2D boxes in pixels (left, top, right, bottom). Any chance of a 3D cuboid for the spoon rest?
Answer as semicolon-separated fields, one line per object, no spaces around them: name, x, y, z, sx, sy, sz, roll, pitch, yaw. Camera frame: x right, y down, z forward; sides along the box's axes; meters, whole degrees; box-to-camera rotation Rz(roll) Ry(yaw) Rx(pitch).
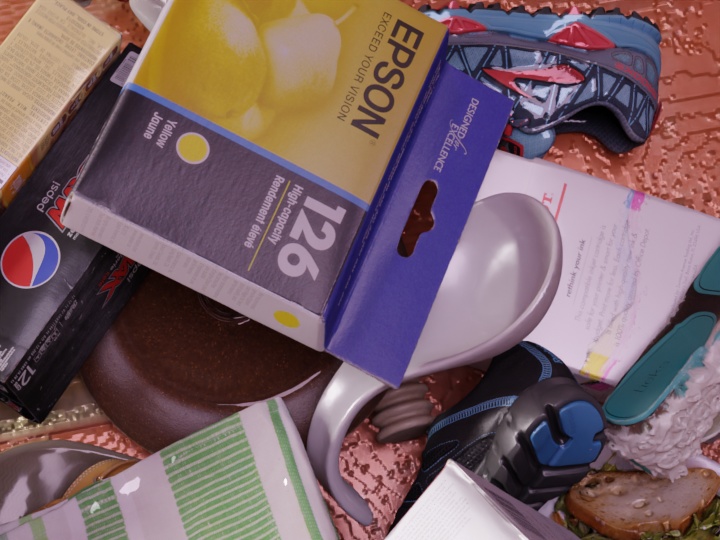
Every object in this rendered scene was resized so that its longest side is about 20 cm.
spoon rest;0.037;0.043;1.267;0.061;0.099;0.200;31;97;-39

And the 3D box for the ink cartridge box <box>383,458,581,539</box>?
ink cartridge box;0.051;0.224;1.233;0.200;0.175;0.084;-50;48;5

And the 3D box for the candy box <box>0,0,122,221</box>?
candy box;-0.210;-0.050;1.298;0.055;0.115;0.200;33;74;3

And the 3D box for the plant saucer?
plant saucer;-0.070;0.013;1.323;0.200;0.037;0.201;-1;72;5

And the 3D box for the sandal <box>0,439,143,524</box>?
sandal;-0.125;0.139;1.294;0.199;0.054;0.081;12;75;-4

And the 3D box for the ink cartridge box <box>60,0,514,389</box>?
ink cartridge box;-0.030;-0.067;1.245;0.199;0.047;0.198;25;62;-5

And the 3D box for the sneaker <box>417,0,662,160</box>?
sneaker;0.084;-0.104;1.372;0.199;0.079;0.096;-1;78;-8

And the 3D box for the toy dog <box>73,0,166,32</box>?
toy dog;-0.095;-0.174;1.348;0.200;0.132;0.096;33;106;-7

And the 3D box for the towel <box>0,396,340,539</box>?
towel;-0.109;0.159;1.215;0.199;0.023;0.153;-24;49;-1

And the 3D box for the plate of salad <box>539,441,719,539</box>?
plate of salad;0.148;0.193;1.298;0.199;0.048;0.201;-1;86;9

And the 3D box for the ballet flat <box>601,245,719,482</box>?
ballet flat;0.206;0.035;1.300;0.072;0.072;0.200;41;76;4

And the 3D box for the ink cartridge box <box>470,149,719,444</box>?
ink cartridge box;0.132;0.012;1.354;0.199;0.068;0.117;19;75;-4

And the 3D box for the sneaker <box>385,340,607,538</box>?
sneaker;0.058;0.129;1.298;0.073;0.082;0.200;27;109;-35

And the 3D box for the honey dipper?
honey dipper;0.000;0.000;1.356;0.038;0.038;0.201;-14;77;-11

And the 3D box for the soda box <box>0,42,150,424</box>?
soda box;-0.150;-0.021;1.282;0.063;0.071;0.200;30;75;21
